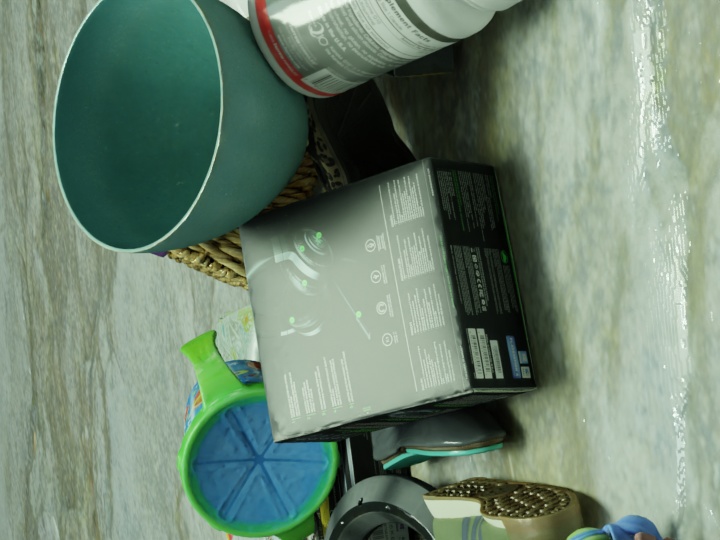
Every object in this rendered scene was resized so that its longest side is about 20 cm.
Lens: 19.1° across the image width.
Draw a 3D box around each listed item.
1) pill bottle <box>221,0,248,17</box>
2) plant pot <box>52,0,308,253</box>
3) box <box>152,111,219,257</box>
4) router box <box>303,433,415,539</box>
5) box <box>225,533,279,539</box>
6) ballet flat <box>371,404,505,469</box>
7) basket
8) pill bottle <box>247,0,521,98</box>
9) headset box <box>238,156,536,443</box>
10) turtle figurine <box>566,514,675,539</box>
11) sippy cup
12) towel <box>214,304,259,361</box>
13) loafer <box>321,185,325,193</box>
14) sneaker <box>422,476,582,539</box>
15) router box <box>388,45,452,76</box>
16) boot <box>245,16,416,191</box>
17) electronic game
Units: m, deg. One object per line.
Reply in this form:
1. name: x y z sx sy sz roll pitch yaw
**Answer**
1. pill bottle: -0.089 -0.209 1.859 0.200 0.119 0.121 133 127 -62
2. plant pot: -0.118 -0.109 1.595 0.199 0.134 0.202 -5 83 45
3. box: -0.166 -0.128 1.780 0.137 0.039 0.201 -51 40 24
4. router box: -0.013 0.161 1.865 0.157 0.052 0.202 172 92 -68
5. box: -0.079 0.280 2.076 0.200 0.041 0.157 133 128 -60
6. ballet flat: 0.053 0.116 1.672 0.200 0.072 0.074 156 106 -69
7. basket: -0.128 -0.075 1.878 0.150 0.142 0.200 -66 13 -2
8. pill bottle: 0.026 -0.205 1.504 0.199 0.113 0.115 -20 76 39
9. headset box: 0.012 0.028 1.591 0.199 0.092 0.176 -18 77 34
10. turtle figurine: 0.154 0.279 1.381 0.194 0.199 0.144 58 -178 38
11. sippy cup: -0.096 0.142 1.836 0.130 0.138 0.179 -123 40 -69
12. towel: -0.115 0.133 2.055 0.171 0.048 0.202 159 116 -71
13. loafer: 0.000 0.000 1.777 0.076 0.067 0.201 98 170 -49
14. sneaker: 0.112 0.206 1.567 0.200 0.067 0.091 -2 103 67
15. router box: 0.016 -0.261 1.655 0.157 0.052 0.202 -150 56 -63
16. boot: -0.028 -0.107 1.712 0.150 0.073 0.201 38 160 45
17. electronic game: 0.039 0.263 1.728 0.199 0.041 0.202 13 108 46
